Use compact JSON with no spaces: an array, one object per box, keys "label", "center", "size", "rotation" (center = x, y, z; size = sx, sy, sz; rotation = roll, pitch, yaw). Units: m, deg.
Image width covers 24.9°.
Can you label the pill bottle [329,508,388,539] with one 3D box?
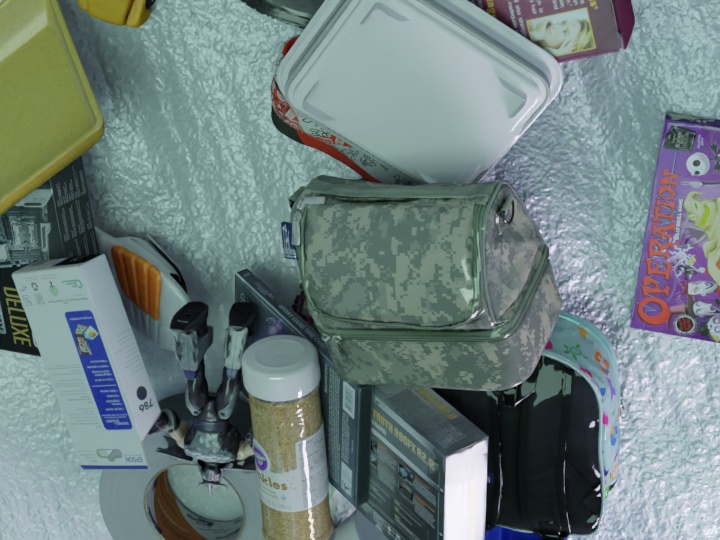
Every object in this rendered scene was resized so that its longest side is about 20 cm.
[{"label":"pill bottle","center":[-0.033,0.327,1.619],"size":[0.110,0.110,0.200],"rotation":[41,115,-5]}]

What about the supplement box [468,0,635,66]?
[{"label":"supplement box","center":[0.114,-0.236,1.350],"size":[0.200,0.103,0.131],"rotation":[-9,110,18]}]

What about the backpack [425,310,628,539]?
[{"label":"backpack","center":[0.148,0.125,1.462],"size":[0.177,0.151,0.200],"rotation":[5,126,18]}]

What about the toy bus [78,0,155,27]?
[{"label":"toy bus","center":[-0.201,-0.309,1.411],"size":[0.065,0.078,0.200],"rotation":[20,115,5]}]

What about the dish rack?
[{"label":"dish rack","center":[0.045,-0.147,1.325],"size":[0.200,0.044,0.172],"rotation":[30,127,-15]}]

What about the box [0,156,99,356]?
[{"label":"box","center":[-0.321,-0.018,1.554],"size":[0.158,0.050,0.200],"rotation":[8,115,32]}]

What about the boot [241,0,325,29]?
[{"label":"boot","center":[-0.069,-0.289,1.397],"size":[0.200,0.070,0.132],"rotation":[20,109,-1]}]

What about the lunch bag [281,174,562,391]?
[{"label":"lunch bag","center":[0.049,-0.002,1.352],"size":[0.200,0.139,0.168],"rotation":[2,128,29]}]

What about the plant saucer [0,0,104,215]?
[{"label":"plant saucer","center":[-0.320,-0.137,1.472],"size":[0.200,0.048,0.200],"rotation":[-34,56,14]}]

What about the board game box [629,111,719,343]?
[{"label":"board game box","center":[0.310,-0.033,1.429],"size":[0.120,0.032,0.200],"rotation":[11,115,14]}]

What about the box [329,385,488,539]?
[{"label":"box","center":[0.034,0.166,1.460],"size":[0.200,0.048,0.159],"rotation":[37,139,44]}]

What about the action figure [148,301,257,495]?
[{"label":"action figure","center":[-0.140,0.126,1.514],"size":[0.130,0.069,0.200],"rotation":[4,117,1]}]

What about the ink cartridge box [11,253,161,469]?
[{"label":"ink cartridge box","center":[-0.244,0.085,1.489],"size":[0.099,0.039,0.200],"rotation":[-5,107,39]}]

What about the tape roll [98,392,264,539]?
[{"label":"tape roll","center":[-0.156,0.223,1.631],"size":[0.200,0.066,0.201],"rotation":[5,113,13]}]

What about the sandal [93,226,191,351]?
[{"label":"sandal","center":[-0.219,-0.006,1.558],"size":[0.207,0.059,0.079],"rotation":[36,129,21]}]

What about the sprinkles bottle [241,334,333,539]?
[{"label":"sprinkles bottle","center":[-0.063,0.157,1.461],"size":[0.068,0.068,0.200],"rotation":[3,121,13]}]

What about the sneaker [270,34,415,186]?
[{"label":"sneaker","center":[0.014,-0.134,1.406],"size":[0.201,0.067,0.108],"rotation":[24,149,11]}]

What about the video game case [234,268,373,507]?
[{"label":"video game case","center":[-0.055,0.106,1.499],"size":[0.200,0.019,0.143],"rotation":[41,142,40]}]

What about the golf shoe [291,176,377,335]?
[{"label":"golf shoe","center":[0.000,0.000,1.501],"size":[0.092,0.073,0.200],"rotation":[16,124,-10]}]

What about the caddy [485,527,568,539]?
[{"label":"caddy","center":[0.137,0.306,1.528],"size":[0.141,0.200,0.105],"rotation":[-29,120,24]}]
